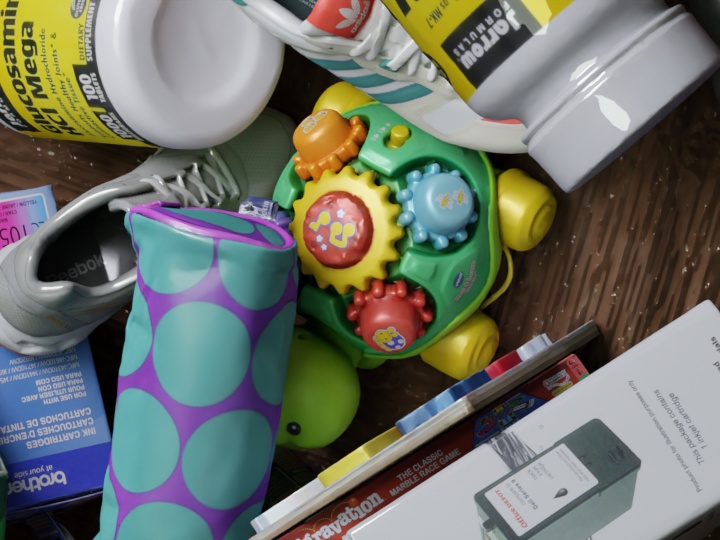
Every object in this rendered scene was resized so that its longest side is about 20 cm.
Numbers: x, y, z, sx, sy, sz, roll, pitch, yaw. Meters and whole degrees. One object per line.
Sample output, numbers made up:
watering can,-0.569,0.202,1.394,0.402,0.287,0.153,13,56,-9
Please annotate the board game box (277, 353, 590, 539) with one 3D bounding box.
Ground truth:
board game box,0.018,0.112,1.257,0.019,0.200,0.103,54,154,12

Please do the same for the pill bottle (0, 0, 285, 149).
pill bottle,-0.141,-0.123,1.370,0.200,0.112,0.113,7,94,50

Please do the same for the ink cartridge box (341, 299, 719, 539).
ink cartridge box,0.099,0.112,1.216,0.200,0.146,0.084,-32,77,-3

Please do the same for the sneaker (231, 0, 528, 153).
sneaker,0.011,-0.112,1.243,0.199,0.093,0.070,31,102,6

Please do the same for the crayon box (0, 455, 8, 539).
crayon box,-0.231,0.132,1.367,0.200,0.051,0.127,102,148,-43

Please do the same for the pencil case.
pencil case,-0.085,0.065,1.274,0.092,0.085,0.201,21,108,41

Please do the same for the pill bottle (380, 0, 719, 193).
pill bottle,0.066,-0.141,1.171,0.114,0.114,0.200,-42,85,22

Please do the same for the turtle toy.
turtle toy,0.000,0.000,1.328,0.146,0.101,0.200,28,103,24

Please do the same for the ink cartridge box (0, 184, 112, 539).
ink cartridge box,-0.194,0.067,1.409,0.136,0.076,0.201,154,105,-67

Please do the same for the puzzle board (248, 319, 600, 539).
puzzle board,0.026,0.079,1.261,0.151,0.200,0.017,-34,85,23

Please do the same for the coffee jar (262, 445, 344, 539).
coffee jar,-0.031,0.160,1.355,0.200,0.085,0.104,35,117,23

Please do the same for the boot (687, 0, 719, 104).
boot,0.153,-0.172,1.229,0.181,0.073,0.201,-9,88,-15

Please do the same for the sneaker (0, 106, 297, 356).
sneaker,-0.102,-0.026,1.338,0.076,0.200,0.092,53,156,-1
